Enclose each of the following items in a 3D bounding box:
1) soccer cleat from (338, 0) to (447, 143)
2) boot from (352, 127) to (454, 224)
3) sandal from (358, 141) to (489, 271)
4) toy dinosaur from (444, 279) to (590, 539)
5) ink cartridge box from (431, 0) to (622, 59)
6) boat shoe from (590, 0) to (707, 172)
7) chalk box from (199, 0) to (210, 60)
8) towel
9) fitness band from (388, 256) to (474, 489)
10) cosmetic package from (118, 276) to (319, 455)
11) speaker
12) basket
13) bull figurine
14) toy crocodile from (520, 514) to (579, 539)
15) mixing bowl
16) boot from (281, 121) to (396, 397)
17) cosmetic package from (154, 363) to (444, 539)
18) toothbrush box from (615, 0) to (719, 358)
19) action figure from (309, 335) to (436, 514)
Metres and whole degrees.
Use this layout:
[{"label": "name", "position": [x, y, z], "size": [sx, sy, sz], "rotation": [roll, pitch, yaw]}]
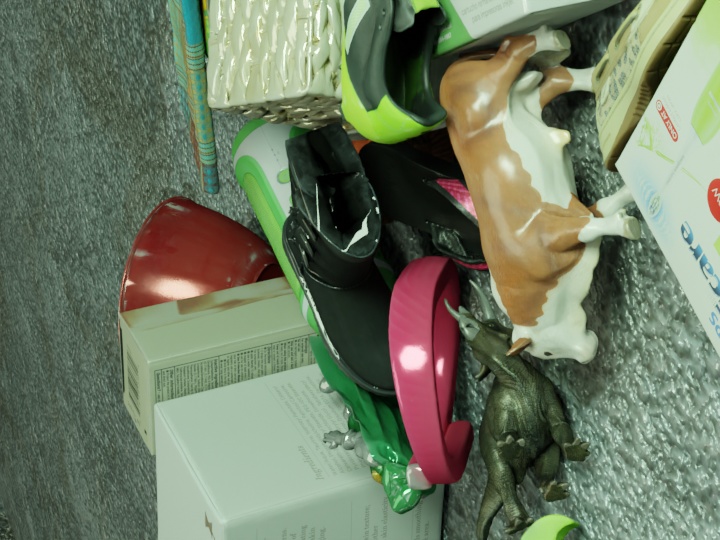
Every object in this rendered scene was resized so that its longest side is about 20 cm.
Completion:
[{"label": "soccer cleat", "position": [0.012, -0.177, 0.949], "size": [0.081, 0.067, 0.203], "rotation": [1, 105, 54]}, {"label": "boot", "position": [0.011, -0.108, 1.190], "size": [0.200, 0.074, 0.109], "rotation": [137, 123, -66]}, {"label": "sandal", "position": [0.067, -0.033, 1.045], "size": [0.198, 0.045, 0.076], "rotation": [20, 128, 36]}, {"label": "toy dinosaur", "position": [0.109, 0.111, 1.089], "size": [0.103, 0.076, 0.202], "rotation": [-101, 3, -50]}, {"label": "ink cartridge box", "position": [0.078, -0.240, 0.933], "size": [0.145, 0.083, 0.203], "rotation": [171, 86, -69]}, {"label": "boat shoe", "position": [0.159, -0.123, 0.815], "size": [0.200, 0.072, 0.063], "rotation": [115, 139, -60]}, {"label": "chalk box", "position": [-0.067, -0.226, 1.215], "size": [0.124, 0.123, 0.203], "rotation": [-125, 29, -72]}, {"label": "towel", "position": [-0.136, -0.180, 1.240], "size": [0.147, 0.021, 0.202], "rotation": [-110, 14, -56]}, {"label": "fitness band", "position": [0.049, 0.068, 1.108], "size": [0.200, 0.037, 0.146], "rotation": [-52, -44, -75]}, {"label": "cosmetic package", "position": [-0.104, 0.077, 1.393], "size": [0.087, 0.198, 0.105], "rotation": [-131, 37, -51]}, {"label": "speaker", "position": [-0.040, -0.039, 1.328], "size": [0.089, 0.087, 0.201], "rotation": [105, 146, -48]}, {"label": "basket", "position": [-0.019, -0.194, 1.057], "size": [0.135, 0.122, 0.203], "rotation": [-1, 88, 51]}, {"label": "bull figurine", "position": [0.109, -0.044, 0.946], "size": [0.121, 0.065, 0.202], "rotation": [-27, 82, 38]}, {"label": "toy crocodile", "position": [0.161, 0.248, 1.032], "size": [0.067, 0.062, 0.201], "rotation": [41, -167, -52]}, {"label": "mixing bowl", "position": [-0.133, 0.034, 1.505], "size": [0.107, 0.200, 0.203], "rotation": [5, 113, 21]}, {"label": "boot", "position": [-0.001, -0.001, 1.119], "size": [0.166, 0.065, 0.200], "rotation": [54, 165, 9]}, {"label": "cosmetic package", "position": [-0.053, 0.198, 1.333], "size": [0.167, 0.198, 0.169], "rotation": [-131, 36, -49]}, {"label": "toothbrush box", "position": [0.210, -0.057, 0.710], "size": [0.201, 0.085, 0.147], "rotation": [110, 141, -55]}, {"label": "action figure", "position": [0.015, 0.126, 1.198], "size": [0.055, 0.117, 0.200], "rotation": [-54, 19, 9]}]
